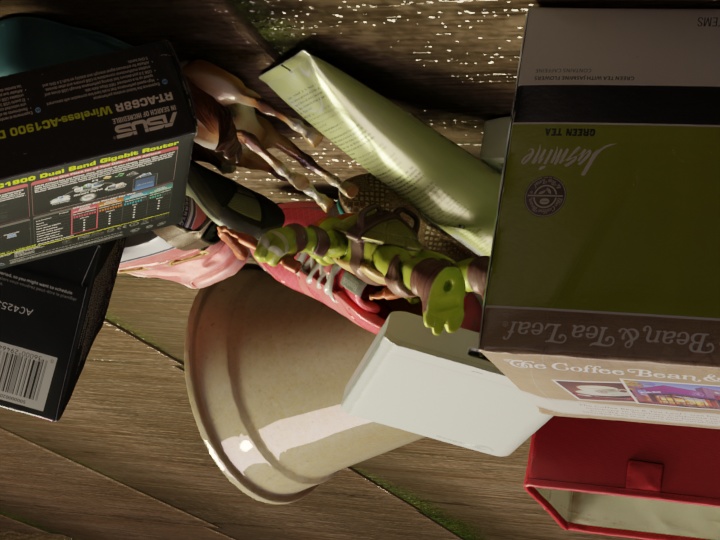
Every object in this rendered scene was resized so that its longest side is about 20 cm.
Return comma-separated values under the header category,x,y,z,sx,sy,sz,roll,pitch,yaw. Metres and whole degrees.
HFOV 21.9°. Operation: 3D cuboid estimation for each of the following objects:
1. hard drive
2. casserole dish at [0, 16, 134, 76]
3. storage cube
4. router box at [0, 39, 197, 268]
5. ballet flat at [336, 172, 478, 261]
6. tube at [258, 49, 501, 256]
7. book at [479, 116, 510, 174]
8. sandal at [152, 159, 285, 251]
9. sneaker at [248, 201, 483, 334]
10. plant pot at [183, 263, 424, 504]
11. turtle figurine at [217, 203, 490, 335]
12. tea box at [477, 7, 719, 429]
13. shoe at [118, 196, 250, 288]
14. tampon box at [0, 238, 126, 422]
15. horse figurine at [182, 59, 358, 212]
category,x,y,z,sx,sy,sz,roll,pitch,yaw
hard drive,0.065,0.081,1.284,0.132,0.026,0.200,16,161,-4
casserole dish,-0.208,-0.111,1.204,0.121,0.039,0.200,20,160,-33
storage cube,0.234,0.104,1.412,0.200,0.180,0.171,5,163,19
router box,-0.199,-0.055,1.071,0.200,0.062,0.150,-15,165,-14
ballet flat,0.078,-0.035,1.272,0.200,0.071,0.065,18,135,-34
tube,0.031,-0.070,1.139,0.200,0.052,0.058,34,120,-15
book,0.180,-0.043,1.190,0.134,0.048,0.200,0,159,32
sandal,-0.115,-0.042,1.248,0.080,0.057,0.201,26,178,-31
sneaker,0.000,0.000,1.306,0.200,0.074,0.087,24,-172,21
plant pot,-0.006,0.071,1.474,0.183,0.201,0.200,-16,152,32
turtle figurine,0.024,-0.006,1.152,0.161,0.064,0.200,21,-178,44
tea box,0.185,-0.024,0.980,0.200,0.197,0.134,4,162,22
shoe,-0.180,-0.018,1.436,0.200,0.071,0.091,-8,153,39
tampon box,-0.246,-0.005,1.266,0.150,0.126,0.200,16,-166,-4
horse figurine,-0.076,-0.086,1.156,0.133,0.050,0.200,30,177,14
